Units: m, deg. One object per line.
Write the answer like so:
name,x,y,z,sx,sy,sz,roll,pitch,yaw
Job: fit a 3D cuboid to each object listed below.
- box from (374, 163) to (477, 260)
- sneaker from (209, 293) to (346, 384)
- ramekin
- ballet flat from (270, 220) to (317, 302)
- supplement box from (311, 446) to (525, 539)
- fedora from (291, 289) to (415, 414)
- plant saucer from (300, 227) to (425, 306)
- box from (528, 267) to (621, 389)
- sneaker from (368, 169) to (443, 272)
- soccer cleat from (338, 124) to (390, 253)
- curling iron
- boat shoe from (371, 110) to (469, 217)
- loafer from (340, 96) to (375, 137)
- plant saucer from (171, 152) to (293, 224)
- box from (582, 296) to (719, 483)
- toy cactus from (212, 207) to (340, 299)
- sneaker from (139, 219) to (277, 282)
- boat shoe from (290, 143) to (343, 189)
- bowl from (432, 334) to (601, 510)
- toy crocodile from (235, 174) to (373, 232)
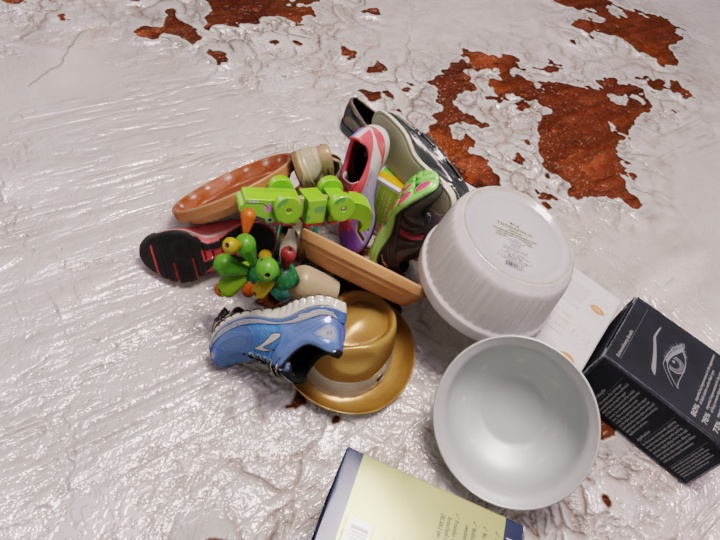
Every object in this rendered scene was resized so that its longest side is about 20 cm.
box,0.113,-0.090,0.939,0.197,0.114,0.102,33,51,11
sneaker,-0.105,0.095,0.711,0.196,0.078,0.092,-16,66,24
ramekin,0.183,-0.015,0.762,0.195,0.106,0.204,11,51,-14
ballet flat,-0.097,-0.048,0.876,0.065,0.071,0.204,10,50,-6
supplement box,0.033,0.326,0.567,0.195,0.136,0.202,22,49,4
fedora,-0.010,0.090,0.779,0.195,0.083,0.204,7,50,-8
plant saucer,0.000,0.000,0.815,0.196,0.200,0.038,27,90,7
box,0.272,0.092,0.846,0.124,0.099,0.199,38,52,16
sneaker,0.079,-0.070,0.857,0.082,0.201,0.078,28,53,-2
soccer cleat,-0.008,-0.115,0.869,0.067,0.205,0.073,25,29,23
curling iron,-0.111,0.049,0.802,0.196,0.051,0.026,-21,41,-23
boat shoe,0.093,-0.170,0.876,0.065,0.075,0.200,-25,62,-31
loafer,0.046,-0.249,1.081,0.198,0.064,0.072,35,51,14
plant saucer,-0.185,-0.120,0.868,0.196,0.033,0.201,-21,22,9
box,0.426,0.164,0.824,0.199,0.106,0.147,39,53,18
toy cactus,-0.105,-0.001,0.735,0.161,0.199,0.105,15,74,-19
sneaker,-0.217,-0.033,0.847,0.194,0.076,0.087,-7,14,-6
boat shoe,-0.053,-0.142,0.893,0.063,0.200,0.073,-21,85,5
bowl,0.192,0.182,0.730,0.195,0.090,0.208,-1,87,14
toy crocodile,-0.072,-0.087,0.788,0.195,0.063,0.068,-3,35,-26
